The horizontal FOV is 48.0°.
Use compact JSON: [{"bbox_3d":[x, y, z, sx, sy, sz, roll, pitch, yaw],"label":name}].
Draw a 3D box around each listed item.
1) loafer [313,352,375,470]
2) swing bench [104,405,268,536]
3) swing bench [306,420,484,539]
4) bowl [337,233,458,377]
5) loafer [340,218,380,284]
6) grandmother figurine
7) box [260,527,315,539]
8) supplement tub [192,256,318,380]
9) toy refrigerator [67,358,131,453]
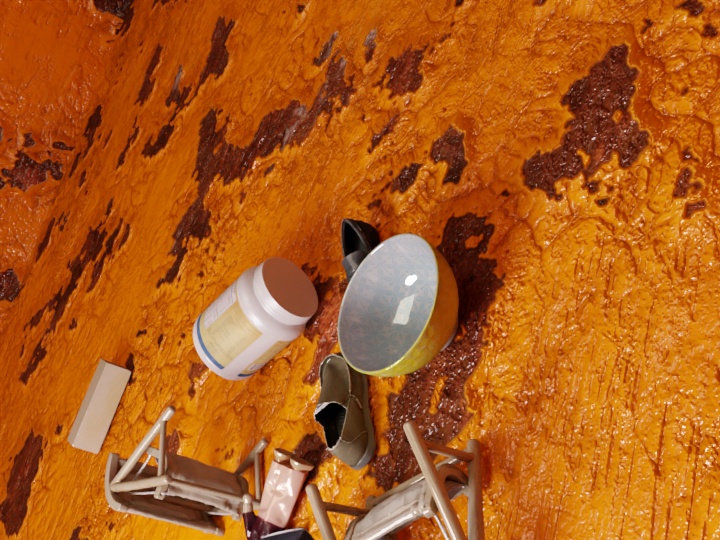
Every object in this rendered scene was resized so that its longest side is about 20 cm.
[{"bbox_3d":[-0.029,0.195,1.195,0.075,0.069,0.201,-46,38,23],"label":"loafer"},{"bbox_3d":[-0.283,0.344,1.319,0.200,0.198,0.131,-39,41,32],"label":"swing bench"},{"bbox_3d":[0.052,0.318,0.947,0.199,0.129,0.201,-38,47,32],"label":"swing bench"},{"bbox_3d":[0.071,0.062,1.116,0.200,0.107,0.202,-31,45,38],"label":"bowl"},{"bbox_3d":[0.000,0.000,1.283,0.068,0.070,0.202,-39,41,32],"label":"loafer"},{"bbox_3d":[-0.132,0.380,1.224,0.121,0.060,0.202,18,85,43],"label":"grandmother figurine"},{"bbox_3d":[-0.093,0.444,0.984,0.104,0.148,0.200,-29,18,46],"label":"box"},{"bbox_3d":[-0.182,0.083,1.406,0.200,0.144,0.145,-40,40,30],"label":"supplement tub"},{"bbox_3d":[-0.606,0.315,1.886,0.076,0.070,0.202,3,70,61],"label":"toy refrigerator"}]
